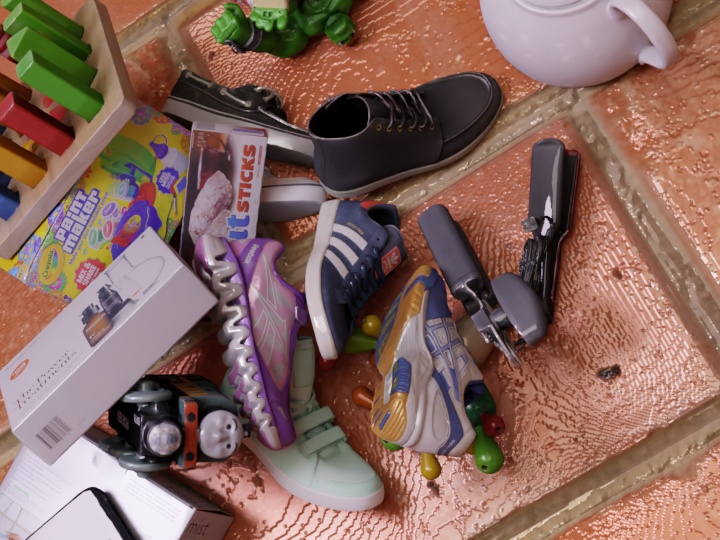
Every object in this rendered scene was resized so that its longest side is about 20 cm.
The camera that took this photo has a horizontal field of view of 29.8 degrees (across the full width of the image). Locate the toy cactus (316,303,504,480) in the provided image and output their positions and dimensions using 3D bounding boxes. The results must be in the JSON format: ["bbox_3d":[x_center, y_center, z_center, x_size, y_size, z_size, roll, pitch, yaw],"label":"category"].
[{"bbox_3d":[0.069,0.091,1.236,0.200,0.102,0.165,36,80,33],"label":"toy cactus"}]

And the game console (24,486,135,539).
[{"bbox_3d":[-0.253,0.324,1.213,0.177,0.031,0.200,-42,68,7],"label":"game console"}]

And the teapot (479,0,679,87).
[{"bbox_3d":[0.195,-0.272,1.251,0.198,0.146,0.199,-1,76,19],"label":"teapot"}]

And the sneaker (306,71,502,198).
[{"bbox_3d":[0.046,-0.143,1.278,0.199,0.106,0.075,-29,66,-5],"label":"sneaker"}]

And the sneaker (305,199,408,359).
[{"bbox_3d":[0.000,0.000,1.252,0.084,0.075,0.201,-4,42,9],"label":"sneaker"}]

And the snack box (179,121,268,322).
[{"bbox_3d":[-0.135,-0.043,1.300,0.071,0.024,0.201,5,116,-9],"label":"snack box"}]

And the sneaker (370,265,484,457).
[{"bbox_3d":[0.063,0.082,1.167,0.088,0.075,0.201,23,42,-12],"label":"sneaker"}]

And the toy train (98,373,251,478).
[{"bbox_3d":[-0.170,0.133,1.217,0.113,0.200,0.086,0,92,-20],"label":"toy train"}]

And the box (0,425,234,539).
[{"bbox_3d":[-0.255,0.259,1.296,0.199,0.097,0.177,27,85,24],"label":"box"}]

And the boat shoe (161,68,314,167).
[{"bbox_3d":[-0.113,-0.159,1.372,0.199,0.071,0.064,21,84,25],"label":"boat shoe"}]

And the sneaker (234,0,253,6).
[{"bbox_3d":[-0.105,-0.380,1.426,0.115,0.078,0.201,24,84,22],"label":"sneaker"}]

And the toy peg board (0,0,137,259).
[{"bbox_3d":[-0.322,-0.156,1.268,0.199,0.098,0.201,-45,39,17],"label":"toy peg board"}]

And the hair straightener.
[{"bbox_3d":[0.157,-0.026,1.236,0.041,0.077,0.202,7,80,36],"label":"hair straightener"}]

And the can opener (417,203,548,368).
[{"bbox_3d":[0.114,0.006,1.218,0.067,0.053,0.201,-34,43,10],"label":"can opener"}]

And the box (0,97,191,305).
[{"bbox_3d":[-0.275,-0.075,1.340,0.192,0.122,0.201,22,84,53],"label":"box"}]

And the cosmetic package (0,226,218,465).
[{"bbox_3d":[-0.228,0.061,1.195,0.200,0.052,0.151,-45,22,-5],"label":"cosmetic package"}]

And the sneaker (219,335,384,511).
[{"bbox_3d":[-0.051,0.130,1.245,0.200,0.074,0.119,33,122,26],"label":"sneaker"}]

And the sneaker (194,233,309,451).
[{"bbox_3d":[-0.081,0.057,1.201,0.088,0.080,0.202,-14,82,-19],"label":"sneaker"}]

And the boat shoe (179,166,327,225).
[{"bbox_3d":[-0.126,-0.087,1.361,0.198,0.071,0.070,-3,77,26],"label":"boat shoe"}]

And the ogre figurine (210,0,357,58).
[{"bbox_3d":[-0.047,-0.281,1.354,0.098,0.120,0.201,33,90,20],"label":"ogre figurine"}]
